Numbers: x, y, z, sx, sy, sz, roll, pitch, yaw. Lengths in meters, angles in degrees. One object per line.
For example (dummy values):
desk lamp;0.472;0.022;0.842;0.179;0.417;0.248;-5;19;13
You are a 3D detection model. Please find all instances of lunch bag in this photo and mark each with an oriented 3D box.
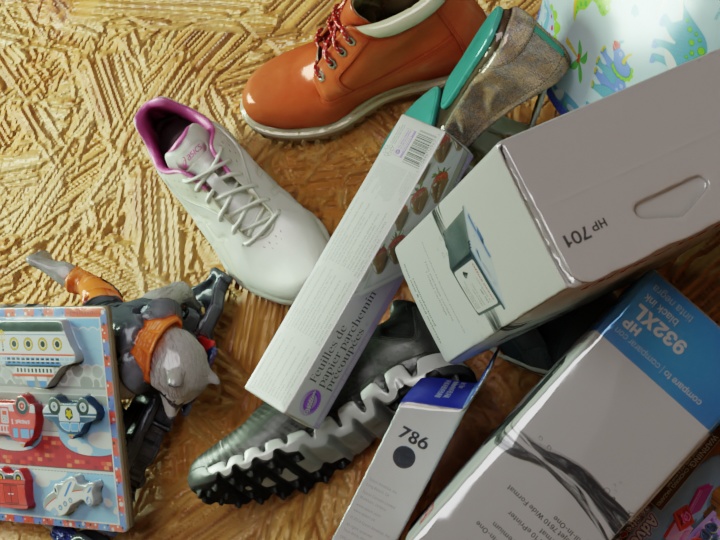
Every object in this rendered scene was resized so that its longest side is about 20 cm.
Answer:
lunch bag;0.192;-0.154;0.928;0.127;0.170;0.200;-24;50;-37

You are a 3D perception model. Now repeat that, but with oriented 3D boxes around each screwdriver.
screwdriver;-0.226;0.175;1.080;0.200;0.029;0.028;22;79;31

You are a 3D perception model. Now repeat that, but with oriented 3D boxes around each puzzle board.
puzzle board;-0.242;0.101;1.063;0.200;0.017;0.151;-2;97;34

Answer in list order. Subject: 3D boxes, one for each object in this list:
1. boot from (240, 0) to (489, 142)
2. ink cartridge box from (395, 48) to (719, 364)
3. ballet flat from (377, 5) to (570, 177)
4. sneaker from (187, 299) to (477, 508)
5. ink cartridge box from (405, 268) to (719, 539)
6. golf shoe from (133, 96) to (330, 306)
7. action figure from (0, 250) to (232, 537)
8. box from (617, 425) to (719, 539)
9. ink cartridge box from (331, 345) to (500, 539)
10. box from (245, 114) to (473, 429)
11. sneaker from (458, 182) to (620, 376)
boot;-0.009;-0.157;1.079;0.200;0.107;0.075;-18;63;20
ink cartridge box;0.121;-0.028;0.845;0.146;0.200;0.086;-23;81;-19
ballet flat;0.074;-0.097;1.006;0.067;0.200;0.068;25;62;-12
sneaker;-0.027;0.083;1.005;0.200;0.066;0.091;-28;56;8
ink cartridge box;0.120;0.104;0.862;0.084;0.145;0.200;42;89;6
golf shoe;-0.094;-0.050;1.081;0.075;0.092;0.200;-46;58;-1
action figure;-0.182;0.073;1.064;0.193;0.105;0.200;5;69;37
box;0.225;0.153;0.862;0.137;0.039;0.200;39;88;33
ink cartridge box;0.019;0.129;0.909;0.039;0.099;0.200;29;97;6
box;0.000;0.000;0.953;0.041;0.039;0.200;26;85;39
sneaker;0.082;0.003;0.979;0.200;0.079;0.078;30;82;31
